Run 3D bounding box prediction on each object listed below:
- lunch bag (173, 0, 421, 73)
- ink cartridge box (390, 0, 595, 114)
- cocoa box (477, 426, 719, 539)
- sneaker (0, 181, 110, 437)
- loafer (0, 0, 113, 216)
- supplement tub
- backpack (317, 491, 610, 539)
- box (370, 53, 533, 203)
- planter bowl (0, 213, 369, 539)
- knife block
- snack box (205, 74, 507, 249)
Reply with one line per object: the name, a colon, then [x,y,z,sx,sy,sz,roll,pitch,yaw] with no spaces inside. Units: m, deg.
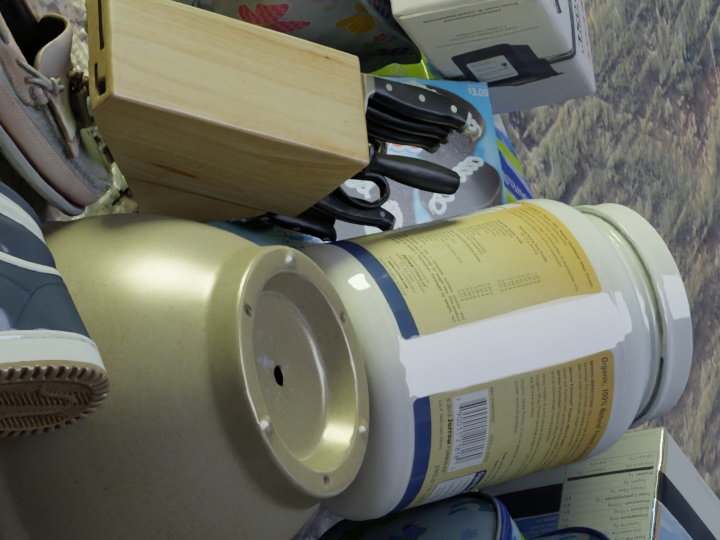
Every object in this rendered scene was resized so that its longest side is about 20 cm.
lunch bag: [-0.053,-0.211,1.272,0.200,0.127,0.170,35,46,-68]
ink cartridge box: [0.073,-0.188,1.312,0.200,0.084,0.145,39,44,-71]
cocoa box: [0.169,0.215,1.429,0.200,0.133,0.132,51,38,-38]
sneaker: [-0.202,0.007,0.938,0.200,0.070,0.109,10,49,-44]
loafer: [-0.164,-0.109,1.052,0.200,0.063,0.072,55,9,-34]
supplement tub: [0.061,0.042,1.198,0.199,0.144,0.145,-12,87,-27]
backpack: [0.053,0.209,1.182,0.147,0.199,0.183,62,30,-25]
box: [0.051,-0.095,1.433,0.122,0.048,0.200,40,23,-48]
planter bowl: [-0.080,0.061,1.071,0.200,0.134,0.201,36,47,-51]
knife block: [-0.034,-0.078,1.134,0.200,0.175,0.064,72,10,-65]
snack box: [-0.010,-0.051,1.265,0.199,0.037,0.117,0,72,-31]
